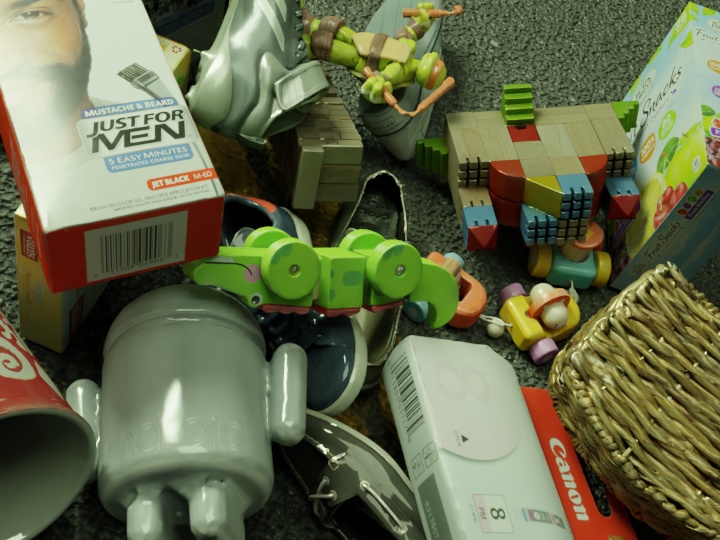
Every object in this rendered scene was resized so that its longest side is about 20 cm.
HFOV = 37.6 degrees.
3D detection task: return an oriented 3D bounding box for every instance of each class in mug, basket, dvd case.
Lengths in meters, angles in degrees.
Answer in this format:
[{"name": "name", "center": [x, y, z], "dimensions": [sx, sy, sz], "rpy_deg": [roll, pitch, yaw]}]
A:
[{"name": "mug", "center": [-0.285, 0.075, 0.648], "dimensions": [0.176, 0.134, 0.200], "rpy_deg": [-27, 56, -24]}, {"name": "basket", "center": [0.234, 0.121, 0.796], "dimensions": [0.143, 0.149, 0.200], "rpy_deg": [-44, 82, -12]}, {"name": "dvd case", "center": [-0.159, -0.190, 0.840], "dimensions": [0.017, 0.201, 0.142], "rpy_deg": [39, 52, 17]}]

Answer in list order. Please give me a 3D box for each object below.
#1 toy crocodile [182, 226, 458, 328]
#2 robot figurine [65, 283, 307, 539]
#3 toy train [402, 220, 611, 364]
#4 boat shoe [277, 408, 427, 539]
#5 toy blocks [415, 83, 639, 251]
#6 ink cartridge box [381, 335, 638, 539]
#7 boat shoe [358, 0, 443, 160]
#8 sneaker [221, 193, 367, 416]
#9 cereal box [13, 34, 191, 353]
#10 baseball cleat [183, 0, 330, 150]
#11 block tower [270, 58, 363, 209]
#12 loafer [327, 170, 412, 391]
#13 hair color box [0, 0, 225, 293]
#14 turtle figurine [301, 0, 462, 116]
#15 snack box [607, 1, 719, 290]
[{"name": "toy crocodile", "center": [-0.023, 0.006, 0.723], "dimensions": [0.197, 0.063, 0.067], "rpy_deg": [1, 9, -27]}, {"name": "robot figurine", "center": [-0.115, 0.093, 0.702], "dimensions": [0.167, 0.114, 0.202], "rpy_deg": [-9, 55, 1]}, {"name": "toy train", "center": [0.132, -0.009, 0.890], "dimensions": [0.150, 0.056, 0.200], "rpy_deg": [39, 54, 13]}, {"name": "boat shoe", "center": [0.012, 0.172, 0.714], "dimensions": [0.199, 0.067, 0.057], "rpy_deg": [40, 49, 9]}, {"name": "toy blocks", "center": [0.154, -0.078, 0.888], "dimensions": [0.197, 0.101, 0.138], "rpy_deg": [-4, 41, -4]}, {"name": "ink cartridge box", "center": [0.121, 0.134, 0.746], "dimensions": [0.197, 0.057, 0.164], "rpy_deg": [6, 49, -29]}, {"name": "boat shoe", "center": [0.041, -0.186, 0.990], "dimensions": [0.073, 0.067, 0.202], "rpy_deg": [-5, 48, 28]}, {"name": "sneaker", "center": [-0.063, 0.020, 0.773], "dimensions": [0.084, 0.075, 0.201], "rpy_deg": [28, 23, -44]}, {"name": "cereal box", "center": [-0.186, -0.057, 0.773], "dimensions": [0.039, 0.145, 0.201], "rpy_deg": [23, 50, 3]}, {"name": "baseball cleat", "center": [-0.063, -0.186, 0.823], "dimensions": [0.105, 0.070, 0.202], "rpy_deg": [23, 74, -8]}, {"name": "block tower", "center": [-0.047, -0.128, 0.891], "dimensions": [0.057, 0.055, 0.201], "rpy_deg": [0, 37, -16]}, {"name": "loafer", "center": [0.000, 0.000, 0.834], "dimensions": [0.074, 0.070, 0.202], "rpy_deg": [11, 52, -8]}, {"name": "hair color box", "center": [-0.170, -0.093, 0.673], "dimensions": [0.109, 0.064, 0.201], "rpy_deg": [-14, 57, -22]}, {"name": "turtle figurine", "center": [0.010, -0.189, 0.901], "dimensions": [0.159, 0.065, 0.201], "rpy_deg": [19, 43, 5]}, {"name": "snack box", "center": [0.280, -0.103, 0.931], "dimensions": [0.067, 0.169, 0.202], "rpy_deg": [16, 51, -8]}]
